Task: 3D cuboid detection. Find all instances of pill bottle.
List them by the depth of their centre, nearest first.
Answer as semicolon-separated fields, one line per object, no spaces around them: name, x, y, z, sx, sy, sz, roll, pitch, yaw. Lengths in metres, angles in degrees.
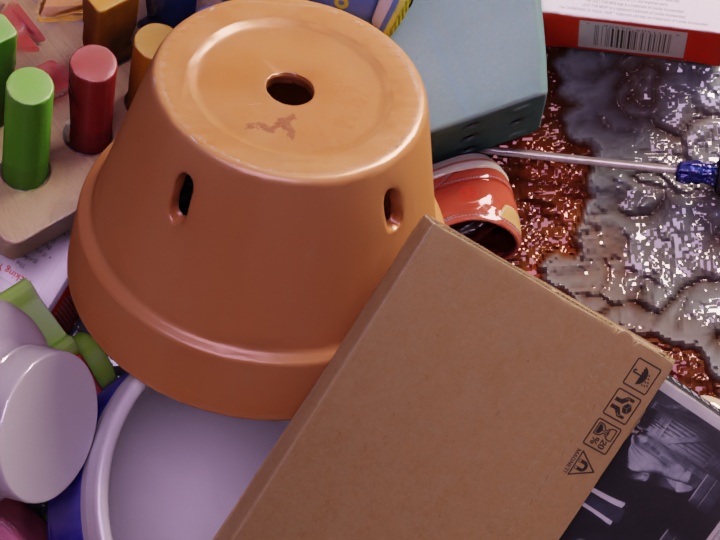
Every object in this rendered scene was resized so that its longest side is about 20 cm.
pill bottle;-0.236;0.059;1.190;0.200;0.112;0.113;11;76;30

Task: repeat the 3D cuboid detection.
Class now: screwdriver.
screwdriver;0.164;-0.056;1.337;0.200;0.028;0.029;3;48;2

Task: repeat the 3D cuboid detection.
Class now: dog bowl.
dog bowl;-0.061;0.131;1.231;0.200;0.079;0.200;9;71;-26

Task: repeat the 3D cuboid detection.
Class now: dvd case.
dvd case;0.113;0.112;1.226;0.200;0.025;0.150;34;97;-16

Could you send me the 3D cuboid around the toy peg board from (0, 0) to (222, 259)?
toy peg board;-0.169;-0.145;1.296;0.199;0.098;0.200;-32;69;-26

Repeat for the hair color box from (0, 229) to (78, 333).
hair color box;-0.215;0.012;1.321;0.101;0.061;0.200;30;78;9

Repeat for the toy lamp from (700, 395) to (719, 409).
toy lamp;0.188;0.077;1.288;0.200;0.058;0.058;20;78;7

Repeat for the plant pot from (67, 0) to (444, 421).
plant pot;-0.044;-0.044;1.186;0.200;0.140;0.200;7;45;-7

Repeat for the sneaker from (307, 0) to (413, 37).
sneaker;0.009;-0.226;1.222;0.082;0.074;0.200;15;83;3

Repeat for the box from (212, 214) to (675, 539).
box;0.043;0.091;1.171;0.163;0.021;0.200;29;98;-26

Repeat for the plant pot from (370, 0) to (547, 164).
plant pot;0.028;-0.165;1.317;0.141;0.141;0.200;-18;80;-2

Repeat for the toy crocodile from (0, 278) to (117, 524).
toy crocodile;-0.149;0.099;1.271;0.067;0.062;0.200;-29;101;-27

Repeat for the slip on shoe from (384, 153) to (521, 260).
slip on shoe;0.000;0.000;1.305;0.200;0.074;0.061;-24;52;-8

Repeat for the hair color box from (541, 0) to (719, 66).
hair color box;0.170;-0.227;1.362;0.111;0.064;0.200;8;78;6

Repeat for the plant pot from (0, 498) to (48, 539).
plant pot;-0.252;0.209;1.188;0.200;0.179;0.200;0;94;7
